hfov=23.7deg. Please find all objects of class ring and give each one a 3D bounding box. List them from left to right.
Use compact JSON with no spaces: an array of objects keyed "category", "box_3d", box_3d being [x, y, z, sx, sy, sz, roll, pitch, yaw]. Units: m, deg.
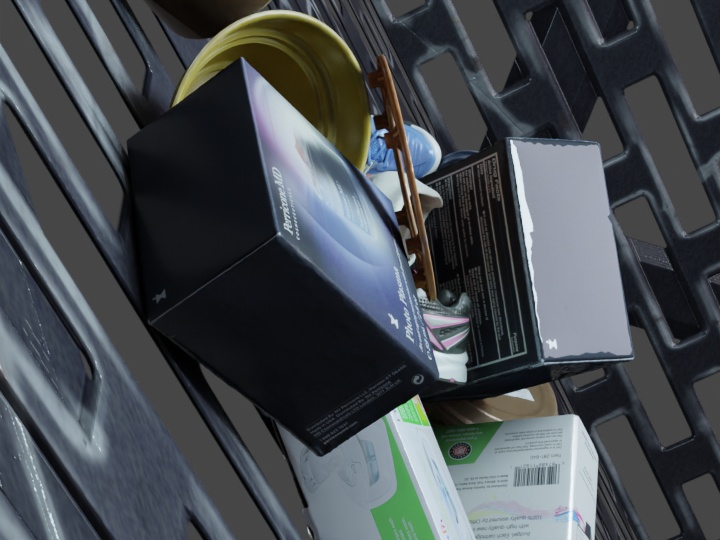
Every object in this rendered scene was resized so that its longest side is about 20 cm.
[{"category":"ring","box_3d":[0.031,-0.072,1.377,0.200,0.019,0.203,-13,90,-90]}]

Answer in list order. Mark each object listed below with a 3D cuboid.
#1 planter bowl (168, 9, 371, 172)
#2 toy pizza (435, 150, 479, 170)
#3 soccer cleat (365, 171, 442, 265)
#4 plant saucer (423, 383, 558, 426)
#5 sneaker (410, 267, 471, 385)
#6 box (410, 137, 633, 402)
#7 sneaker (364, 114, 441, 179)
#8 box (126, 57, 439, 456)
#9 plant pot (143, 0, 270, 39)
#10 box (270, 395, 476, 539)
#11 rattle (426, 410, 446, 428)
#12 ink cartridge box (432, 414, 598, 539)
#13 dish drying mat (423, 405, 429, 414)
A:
[{"category":"planter bowl","box_3d":[-0.093,-0.113,1.387,0.083,0.200,0.201,19,-32,49]},{"category":"toy pizza","box_3d":[0.137,-0.028,1.718,0.199,0.032,0.202,31,-46,37]},{"category":"soccer cleat","box_3d":[0.000,0.000,1.490,0.077,0.201,0.069,16,-21,36]},{"category":"plant saucer","box_3d":[0.121,0.107,1.720,0.199,0.030,0.201,27,27,-15]},{"category":"sneaker","box_3d":[0.014,0.035,1.446,0.199,0.080,0.087,14,89,-42]},{"category":"box","box_3d":[0.129,0.004,1.558,0.122,0.198,0.203,-1,78,-35]},{"category":"sneaker","box_3d":[-0.018,-0.122,1.700,0.077,0.197,0.077,-81,180,-80]},{"category":"box","box_3d":[-0.057,-0.010,1.245,0.198,0.123,0.201,41,23,-39]},{"category":"plant pot","box_3d":[-0.167,-0.326,1.438,0.199,0.186,0.188,34,29,-44]},{"category":"box","box_3d":[0.020,0.189,1.369,0.176,0.096,0.202,35,33,-76]},{"category":"rattle","box_3d":[0.041,0.188,1.686,0.129,0.144,0.200,32,28,-1]},{"category":"ink cartridge box","box_3d":[0.132,0.240,1.535,0.084,0.143,0.202,58,32,-47]},{"category":"dish drying mat","box_3d":[0.052,0.093,1.798,0.018,0.077,0.201,-21,77,-47]}]
